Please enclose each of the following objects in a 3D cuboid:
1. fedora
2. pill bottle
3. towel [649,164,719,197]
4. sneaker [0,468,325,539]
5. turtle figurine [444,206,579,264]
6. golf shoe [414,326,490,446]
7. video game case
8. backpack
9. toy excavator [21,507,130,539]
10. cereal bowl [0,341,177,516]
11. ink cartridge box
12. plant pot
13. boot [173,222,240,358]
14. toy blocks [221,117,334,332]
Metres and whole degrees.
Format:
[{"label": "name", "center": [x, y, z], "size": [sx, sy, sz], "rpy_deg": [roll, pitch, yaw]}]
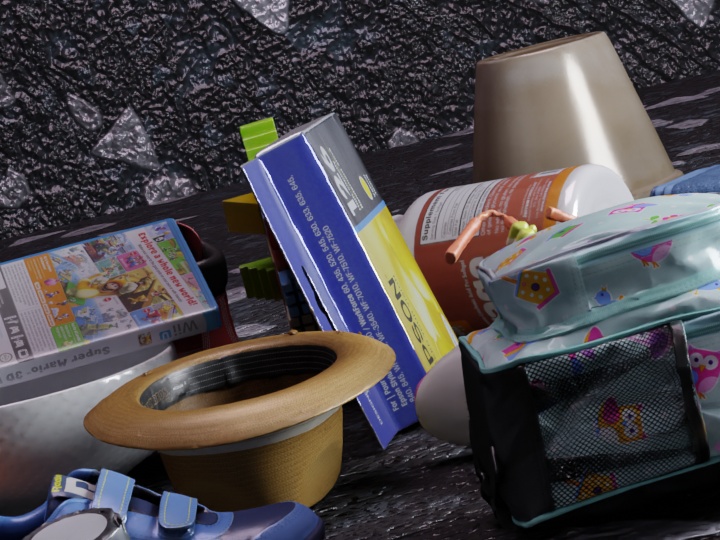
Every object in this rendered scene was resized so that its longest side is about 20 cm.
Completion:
[{"label": "fedora", "center": [-0.064, 0.096, 1.559], "size": [0.199, 0.082, 0.201], "rpy_deg": [-13, 11, 3]}, {"label": "pill bottle", "center": [0.098, -0.009, 1.952], "size": [0.199, 0.113, 0.112], "rpy_deg": [-9, 8, 35]}, {"label": "towel", "center": [0.341, -0.066, 2.182], "size": [0.199, 0.049, 0.111], "rpy_deg": [-9, 9, 40]}, {"label": "sneaker", "center": [-0.117, 0.139, 1.355], "size": [0.198, 0.083, 0.074], "rpy_deg": [-12, 6, -2]}, {"label": "turtle figurine", "center": [0.148, -0.005, 1.532], "size": [0.160, 0.065, 0.199], "rpy_deg": [-1, 2, 34]}, {"label": "golf shoe", "center": [0.109, 0.068, 1.510], "size": [0.199, 0.076, 0.091], "rpy_deg": [-11, 11, 31]}, {"label": "video game case", "center": [-0.203, 0.026, 1.773], "size": [0.198, 0.018, 0.143], "rpy_deg": [-15, 29, -10]}, {"label": "backpack", "center": [0.153, 0.040, 1.345], "size": [0.198, 0.155, 0.176], "rpy_deg": [-7, 2, -2]}, {"label": "toy excavator", "center": [-0.097, 0.177, 1.055], "size": [0.193, 0.101, 0.200], "rpy_deg": [-16, 20, -2]}, {"label": "cereal bowl", "center": [-0.207, 0.109, 1.741], "size": [0.198, 0.084, 0.200], "rpy_deg": [-14, 8, 2]}, {"label": "ink cartridge box", "center": [0.000, 0.000, 1.728], "size": [0.047, 0.199, 0.200], "rpy_deg": [-26, 5, 9]}, {"label": "plant pot", "center": [0.175, -0.110, 2.339], "size": [0.198, 0.175, 0.200], "rpy_deg": [-14, 6, 2]}, {"label": "boot", "center": [-0.133, 0.035, 1.922], "size": [0.072, 0.145, 0.200], "rpy_deg": [-17, 7, -23]}, {"label": "toy blocks", "center": [-0.032, 0.007, 1.873], "size": [0.099, 0.201, 0.137], "rpy_deg": [-15, 22, -2]}]
